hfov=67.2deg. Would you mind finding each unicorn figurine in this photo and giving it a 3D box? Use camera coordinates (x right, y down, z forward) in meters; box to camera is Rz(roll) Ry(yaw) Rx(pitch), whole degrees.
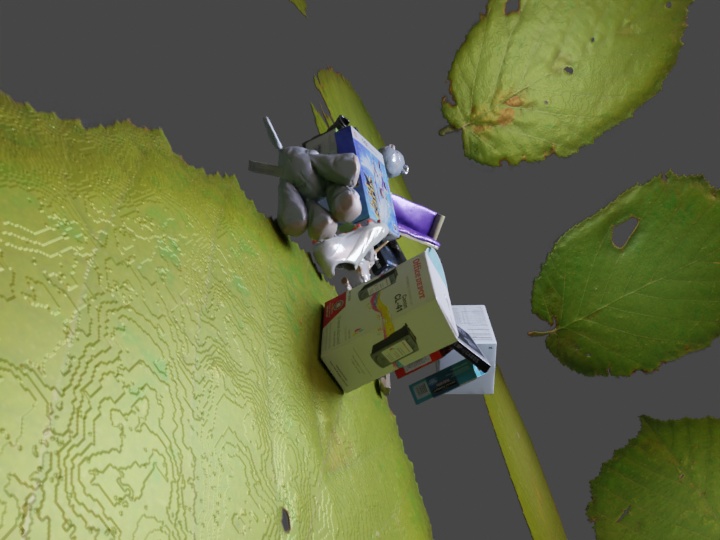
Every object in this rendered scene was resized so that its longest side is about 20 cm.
[{"bbox_3d":[0.000,0.000,1.118,0.137,0.072,0.207,46,38,-51],"label":"unicorn figurine"}]

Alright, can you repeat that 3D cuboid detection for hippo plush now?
[{"bbox_3d":[-0.091,-0.133,0.935,0.194,0.165,0.161,20,-1,-3],"label":"hippo plush"},{"bbox_3d":[0.064,-0.269,1.573,0.164,0.157,0.199,65,14,10],"label":"hippo plush"}]

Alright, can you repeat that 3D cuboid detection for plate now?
[{"bbox_3d":[0.182,0.045,1.347,0.200,0.025,0.207,41,44,-56],"label":"plate"}]

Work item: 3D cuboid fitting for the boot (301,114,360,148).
[{"bbox_3d":[-0.040,-0.265,1.282,0.200,0.128,0.069,44,23,-52],"label":"boot"}]

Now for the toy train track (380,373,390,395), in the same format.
[{"bbox_3d":[0.036,0.144,1.040,0.204,0.031,0.117,-92,-177,-45],"label":"toy train track"}]

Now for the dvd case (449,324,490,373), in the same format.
[{"bbox_3d":[0.194,0.134,1.164,0.148,0.025,0.200,37,9,-8],"label":"dvd case"}]

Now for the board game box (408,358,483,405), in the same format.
[{"bbox_3d":[0.205,0.249,1.239,0.048,0.148,0.199,66,15,15],"label":"board game box"}]

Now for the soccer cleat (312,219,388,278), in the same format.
[{"bbox_3d":[-0.012,-0.041,1.025,0.197,0.068,0.080,-22,88,-45],"label":"soccer cleat"}]

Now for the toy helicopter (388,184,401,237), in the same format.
[{"bbox_3d":[0.056,-0.166,1.390,0.197,0.078,0.135,9,49,-53],"label":"toy helicopter"}]

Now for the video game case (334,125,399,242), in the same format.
[{"bbox_3d":[0.018,-0.180,1.166,0.180,0.044,0.207,19,57,-64],"label":"video game case"}]

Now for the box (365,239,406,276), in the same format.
[{"bbox_3d":[0.055,-0.053,1.374,0.199,0.043,0.164,21,40,-62],"label":"box"}]

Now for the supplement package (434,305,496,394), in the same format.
[{"bbox_3d":[0.275,0.210,1.464,0.201,0.144,0.157,-82,171,-66],"label":"supplement package"}]

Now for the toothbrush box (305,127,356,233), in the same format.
[{"bbox_3d":[-0.038,-0.184,1.206,0.200,0.084,0.150,45,33,-49],"label":"toothbrush box"}]

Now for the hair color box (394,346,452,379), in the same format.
[{"bbox_3d":[0.137,0.177,1.198,0.066,0.108,0.199,65,14,11],"label":"hair color box"}]

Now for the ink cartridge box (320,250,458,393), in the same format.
[{"bbox_3d":[0.040,0.077,0.840,0.087,0.196,0.149,54,16,-25],"label":"ink cartridge box"}]

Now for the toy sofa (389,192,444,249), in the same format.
[{"bbox_3d":[0.119,-0.125,1.320,0.195,0.085,0.097,17,8,-36],"label":"toy sofa"}]
